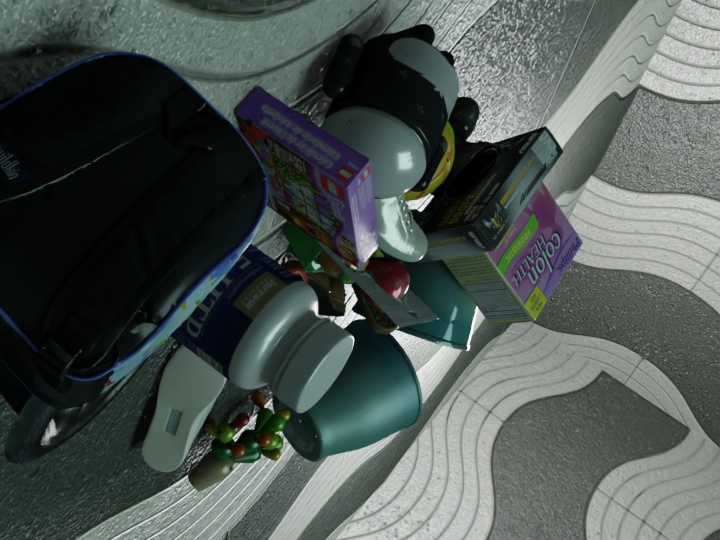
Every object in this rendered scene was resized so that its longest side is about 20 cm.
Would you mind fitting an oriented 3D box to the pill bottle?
[{"bbox_3d":[-0.111,0.044,0.927,0.120,0.200,0.120,-50,164,-20],"label":"pill bottle"}]

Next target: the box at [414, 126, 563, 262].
[{"bbox_3d":[0.165,-0.102,1.300,0.200,0.048,0.158,-51,-157,-27],"label":"box"}]

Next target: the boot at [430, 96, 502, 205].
[{"bbox_3d":[0.141,-0.166,1.335,0.200,0.069,0.174,-50,-154,-14],"label":"boot"}]

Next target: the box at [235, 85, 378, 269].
[{"bbox_3d":[-0.049,-0.087,0.967,0.039,0.137,0.200,-51,164,-15],"label":"box"}]

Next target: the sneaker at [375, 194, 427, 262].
[{"bbox_3d":[0.035,-0.085,1.136,0.084,0.073,0.200,-31,130,23],"label":"sneaker"}]

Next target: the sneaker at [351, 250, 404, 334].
[{"bbox_3d":[0.016,0.004,1.319,0.067,0.201,0.090,-1,155,-19],"label":"sneaker"}]

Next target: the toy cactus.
[{"bbox_3d":[-0.185,0.254,1.391,0.165,0.102,0.200,-38,168,5],"label":"toy cactus"}]

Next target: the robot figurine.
[{"bbox_3d":[0.031,-0.171,1.028,0.125,0.150,0.201,114,0,-63],"label":"robot figurine"}]

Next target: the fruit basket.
[{"bbox_3d":[0.000,0.000,1.185,0.094,0.200,0.185,-43,169,14],"label":"fruit basket"}]

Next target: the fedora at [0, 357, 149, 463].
[{"bbox_3d":[-0.234,0.057,0.763,0.201,0.091,0.201,-50,178,-3],"label":"fedora"}]

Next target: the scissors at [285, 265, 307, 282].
[{"bbox_3d":[-0.104,0.048,1.239,0.073,0.014,0.200,-12,152,-9],"label":"scissors"}]

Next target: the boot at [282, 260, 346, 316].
[{"bbox_3d":[-0.065,0.007,1.290,0.200,0.073,0.076,44,51,-70],"label":"boot"}]

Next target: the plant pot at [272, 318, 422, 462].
[{"bbox_3d":[-0.034,0.208,1.555,0.187,0.200,0.201,-26,151,-31],"label":"plant pot"}]

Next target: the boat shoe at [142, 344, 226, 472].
[{"bbox_3d":[-0.201,0.148,1.136,0.069,0.072,0.201,-74,-177,-66],"label":"boat shoe"}]

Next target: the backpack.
[{"bbox_3d":[-0.176,-0.033,0.625,0.200,0.183,0.147,-45,-176,-29],"label":"backpack"}]

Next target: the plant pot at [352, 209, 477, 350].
[{"bbox_3d":[0.109,0.007,1.549,0.200,0.199,0.189,11,97,-74],"label":"plant pot"}]

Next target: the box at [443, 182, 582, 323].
[{"bbox_3d":[0.220,-0.051,1.456,0.096,0.200,0.176,-7,-143,51],"label":"box"}]

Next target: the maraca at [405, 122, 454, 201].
[{"bbox_3d":[0.043,-0.148,1.195,0.200,0.107,0.137,11,125,-52],"label":"maraca"}]
